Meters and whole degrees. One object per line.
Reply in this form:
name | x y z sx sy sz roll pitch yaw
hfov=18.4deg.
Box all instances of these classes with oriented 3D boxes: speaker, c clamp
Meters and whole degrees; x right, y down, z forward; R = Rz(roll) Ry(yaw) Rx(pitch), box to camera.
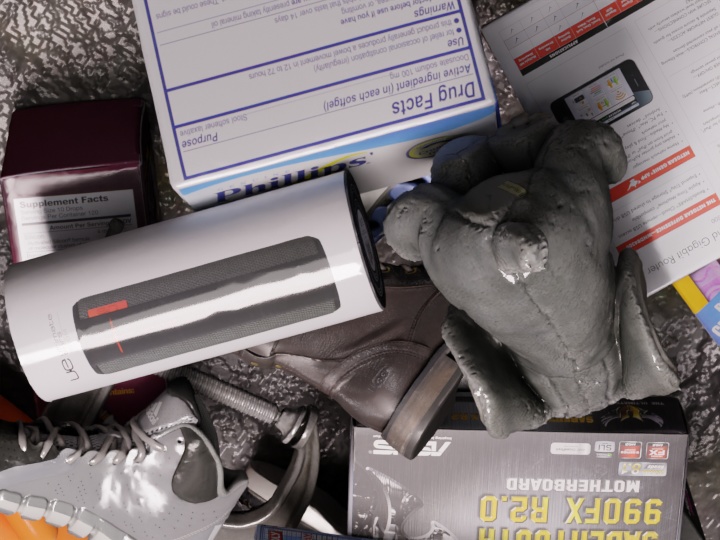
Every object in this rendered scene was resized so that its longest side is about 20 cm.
speaker | -0.091 0.009 1.219 0.199 0.081 0.082 -15 115 6
c clamp | -0.105 0.087 1.328 0.199 0.027 0.171 30 109 -16

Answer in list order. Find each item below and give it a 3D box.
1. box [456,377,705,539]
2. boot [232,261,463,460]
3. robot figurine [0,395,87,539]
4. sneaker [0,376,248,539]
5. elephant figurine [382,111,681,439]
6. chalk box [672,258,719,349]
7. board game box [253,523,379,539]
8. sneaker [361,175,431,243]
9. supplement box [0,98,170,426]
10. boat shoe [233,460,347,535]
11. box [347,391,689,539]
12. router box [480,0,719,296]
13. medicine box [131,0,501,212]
box | 0.105 0.113 1.418 0.148 0.124 0.200 -31 111 12
boot | 0.000 0.000 1.296 0.174 0.200 0.069 31 148 9
robot figurine | -0.243 0.138 1.407 0.117 0.144 0.200 -43 114 13
sneaker | -0.152 0.095 1.288 0.199 0.075 0.116 29 110 -26
elephant figurine | 0.109 0.027 1.188 0.141 0.155 0.201 2 125 44
chalk box | 0.234 -0.039 1.353 0.124 0.125 0.200 -34 111 13
board game box | 0.010 0.239 1.319 0.199 0.062 0.201 21 112 -8
sneaker | -0.033 -0.056 1.364 0.199 0.081 0.115 -43 106 9
supplement box | -0.162 0.009 1.363 0.085 0.111 0.201 -6 115 -1
boat shoe | -0.002 0.199 1.453 0.199 0.074 0.061 30 100 7
box | 0.091 0.153 1.340 0.198 0.048 0.159 2 115 -1
router box | 0.195 -0.107 1.248 0.199 0.049 0.180 -28 93 12
medicine box | -0.030 -0.147 1.249 0.181 0.103 0.201 -15 77 4
